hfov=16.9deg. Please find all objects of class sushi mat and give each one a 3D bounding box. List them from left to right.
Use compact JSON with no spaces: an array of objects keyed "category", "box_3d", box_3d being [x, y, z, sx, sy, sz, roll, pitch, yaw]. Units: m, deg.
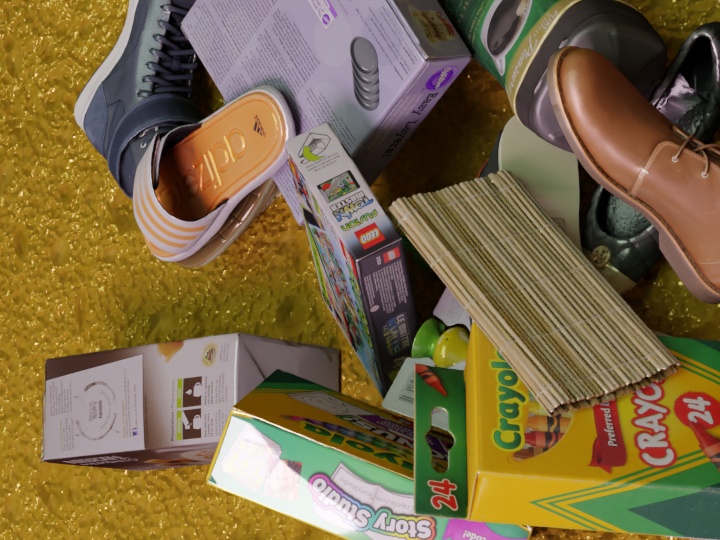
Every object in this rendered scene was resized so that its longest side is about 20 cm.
[{"category":"sushi mat","box_3d":[0.107,0.010,1.512,0.200,0.095,0.012,52,147,36]}]

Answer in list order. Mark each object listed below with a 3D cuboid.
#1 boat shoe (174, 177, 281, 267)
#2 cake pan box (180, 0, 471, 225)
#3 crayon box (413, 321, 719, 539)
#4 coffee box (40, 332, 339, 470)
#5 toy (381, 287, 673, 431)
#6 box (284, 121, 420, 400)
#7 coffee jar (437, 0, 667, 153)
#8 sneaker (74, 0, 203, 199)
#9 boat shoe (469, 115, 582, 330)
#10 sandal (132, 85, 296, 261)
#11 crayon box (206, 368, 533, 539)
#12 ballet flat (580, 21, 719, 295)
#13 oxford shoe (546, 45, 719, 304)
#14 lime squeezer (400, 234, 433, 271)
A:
[{"category":"boat shoe","box_3d":[-0.071,-0.084,1.793,0.074,0.066,0.200,44,106,27]},{"category":"cake pan box","box_3d":[-0.031,-0.163,1.676,0.184,0.052,0.200,-51,61,38]},{"category":"crayon box","box_3d":[0.133,0.097,1.474,0.051,0.199,0.127,98,174,-45]},{"category":"coffee box","box_3d":[-0.126,0.099,1.772,0.200,0.114,0.080,-9,76,38]},{"category":"toy","box_3d":[0.127,0.080,1.594,0.200,0.047,0.115,20,68,26]},{"category":"box","box_3d":[0.000,0.000,1.642,0.035,0.200,0.110,-26,57,-9]},{"category":"coffee jar","box_3d":[0.121,-0.162,1.607,0.104,0.085,0.200,-61,37,21]},{"category":"sneaker","box_3d":[-0.137,-0.145,1.844,0.203,0.077,0.146,-60,39,26]},{"category":"boat shoe","box_3d":[0.107,-0.007,1.599,0.063,0.073,0.202,114,165,-58]},{"category":"sandal","box_3d":[-0.121,-0.072,1.719,0.207,0.059,0.079,-40,69,49]},{"category":"crayon box","box_3d":[0.015,0.134,1.553,0.200,0.173,0.058,21,97,5]},{"category":"ballet flat","box_3d":[0.188,-0.073,1.575,0.066,0.057,0.200,32,103,32]},{"category":"oxford shoe","box_3d":[0.194,-0.069,1.499,0.071,0.200,0.071,-24,26,48]},{"category":"lime squeezer","box_3d":[0.043,-0.016,1.687,0.200,0.070,0.038,-175,77,-70]}]
